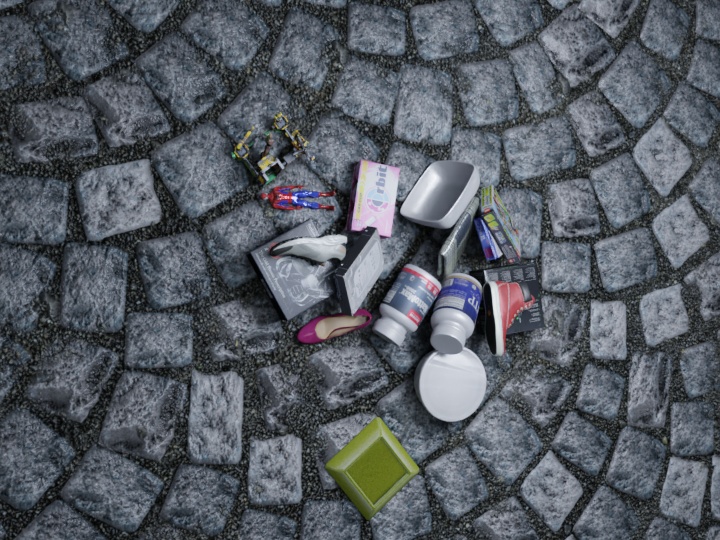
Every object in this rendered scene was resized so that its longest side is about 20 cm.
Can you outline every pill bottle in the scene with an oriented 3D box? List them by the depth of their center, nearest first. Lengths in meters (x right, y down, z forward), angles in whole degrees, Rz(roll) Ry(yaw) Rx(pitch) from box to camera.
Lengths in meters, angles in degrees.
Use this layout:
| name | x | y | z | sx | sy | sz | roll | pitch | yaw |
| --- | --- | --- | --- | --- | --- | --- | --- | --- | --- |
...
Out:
| name | x | y | z | sx | sy | sz | roll | pitch | yaw |
| --- | --- | --- | --- | --- | --- | --- | --- | --- | --- |
| pill bottle | 0.253 | 0.118 | 1.736 | 0.119 | 0.120 | 0.202 | 32 | 52 | -12 |
| pill bottle | 0.120 | 0.097 | 1.739 | 0.119 | 0.119 | 0.201 | 34 | 80 | -11 |

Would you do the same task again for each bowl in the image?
| name | x | y | z | sx | sy | sz | roll | pitch | yaw |
| --- | --- | --- | --- | --- | --- | --- | --- | --- | --- |
| bowl | 0.226 | -0.197 | 1.751 | 0.075 | 0.199 | 0.201 | 40 | 78 | -33 |

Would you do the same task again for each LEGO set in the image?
| name | x | y | z | sx | sy | sz | roll | pitch | yaw |
| --- | --- | --- | --- | --- | --- | --- | --- | --- | --- |
| LEGO set | -0.225 | -0.313 | 1.659 | 0.199 | 0.116 | 0.155 | -31 | 96 | -15 |

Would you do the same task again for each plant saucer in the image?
| name | x | y | z | sx | sy | sz | roll | pitch | yaw |
| --- | --- | --- | --- | --- | --- | --- | --- | --- | --- |
| plant saucer | 0.040 | 0.536 | 1.736 | 0.199 | 0.048 | 0.201 | -40 | 98 | -14 |

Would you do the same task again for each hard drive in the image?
| name | x | y | z | sx | sy | sz | roll | pitch | yaw |
| --- | --- | --- | --- | --- | --- | --- | --- | --- | --- |
| hard drive | 0.000 | 0.000 | 1.670 | 0.201 | 0.037 | 0.141 | -54 | 145 | -39 |

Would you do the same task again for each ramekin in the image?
| name | x | y | z | sx | sy | sz | roll | pitch | yaw |
| --- | --- | --- | --- | --- | --- | --- | --- | --- | --- |
| ramekin | 0.238 | 0.304 | 1.776 | 0.199 | 0.094 | 0.206 | 0 | 88 | -15 |

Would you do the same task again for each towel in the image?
| name | x | y | z | sx | sy | sz | roll | pitch | yaw |
| --- | --- | --- | --- | --- | --- | --- | --- | --- | --- |
| towel | 0.264 | -0.084 | 1.758 | 0.034 | 0.200 | 0.194 | 27 | 76 | 17 |

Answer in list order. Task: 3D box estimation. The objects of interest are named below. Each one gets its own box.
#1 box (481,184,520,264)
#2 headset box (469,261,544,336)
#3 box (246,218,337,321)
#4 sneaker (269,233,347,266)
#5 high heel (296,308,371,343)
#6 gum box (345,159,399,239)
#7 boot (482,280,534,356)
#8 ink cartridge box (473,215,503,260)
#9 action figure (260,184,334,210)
| name | x | y | z | sx | sy | sz | roll | pitch | yaw |
| --- | --- | --- | --- | --- | --- | --- | --- | --- | --- |
| box | 0.383 | -0.123 | 1.761 | 0.200 | 0.034 | 0.111 | 51 | 34 | -37 |
| headset box | 0.417 | 0.088 | 1.834 | 0.172 | 0.093 | 0.203 | -9 | 90 | -16 |
| box | -0.167 | -0.001 | 1.671 | 0.181 | 0.104 | 0.202 | -30 | 96 | -16 |
| sneaker | -0.126 | -0.046 | 1.595 | 0.197 | 0.074 | 0.081 | -5 | 94 | -17 |
| high heel | -0.069 | 0.144 | 1.695 | 0.198 | 0.096 | 0.068 | -22 | 94 | -15 |
| gum box | 0.034 | -0.196 | 1.752 | 0.112 | 0.066 | 0.203 | 9 | 85 | -16 |
| boot | 0.411 | 0.130 | 1.749 | 0.142 | 0.072 | 0.203 | 0 | 85 | -16 |
| ink cartridge box | 0.364 | -0.099 | 1.789 | 0.042 | 0.200 | 0.121 | -18 | 94 | 25 |
| action figure | -0.166 | -0.191 | 1.709 | 0.197 | 0.052 | 0.067 | 1 | 91 | -13 |
